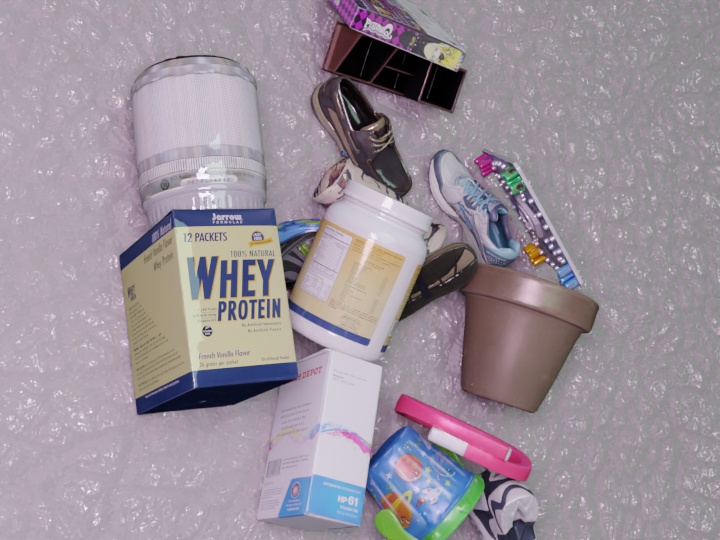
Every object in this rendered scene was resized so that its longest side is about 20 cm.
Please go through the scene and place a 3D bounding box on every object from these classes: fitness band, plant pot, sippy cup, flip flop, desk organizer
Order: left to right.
[{"bbox_3d":[0.051,-0.290,1.600,0.197,0.077,0.073,12,104,-34],"label":"desk organizer"},{"bbox_3d":[0.066,0.011,1.534,0.197,0.058,0.082,-25,118,0],"label":"flip flop"},{"bbox_3d":[0.073,0.282,1.460,0.140,0.178,0.130,-45,89,-3],"label":"sippy cup"},{"bbox_3d":[0.137,0.219,1.468,0.198,0.144,0.038,27,90,-1],"label":"fitness band"},{"bbox_3d":[0.221,0.102,1.572,0.198,0.200,0.178,19,85,-25],"label":"plant pot"}]

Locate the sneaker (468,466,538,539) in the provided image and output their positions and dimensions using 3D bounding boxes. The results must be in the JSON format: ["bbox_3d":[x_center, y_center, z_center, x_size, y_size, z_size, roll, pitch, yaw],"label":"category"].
[{"bbox_3d":[0.188,0.353,1.537,0.078,0.130,0.202,-16,121,-13],"label":"sneaker"}]

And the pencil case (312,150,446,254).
[{"bbox_3d":[0.029,-0.081,1.556,0.199,0.078,0.090,35,40,-18],"label":"pencil case"}]

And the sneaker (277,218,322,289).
[{"bbox_3d":[-0.089,-0.021,1.487,0.197,0.070,0.084,-17,107,-35],"label":"sneaker"}]

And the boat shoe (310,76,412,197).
[{"bbox_3d":[0.008,-0.188,1.576,0.201,0.073,0.075,50,59,-9],"label":"boat shoe"}]

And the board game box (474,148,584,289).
[{"bbox_3d":[0.239,-0.075,1.608,0.026,0.200,0.202,-31,104,1],"label":"board game box"}]

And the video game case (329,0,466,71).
[{"bbox_3d":[0.042,-0.363,1.592,0.179,0.036,0.201,17,24,-26],"label":"video game case"}]

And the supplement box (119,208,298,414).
[{"bbox_3d":[-0.186,0.051,1.322,0.132,0.199,0.204,-2,76,-31],"label":"supplement box"}]

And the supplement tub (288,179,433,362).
[{"bbox_3d":[0.000,0.000,1.423,0.143,0.144,0.203,23,93,-23],"label":"supplement tub"}]

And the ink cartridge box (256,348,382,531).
[{"bbox_3d":[-0.051,0.215,1.389,0.084,0.144,0.204,17,69,-25],"label":"ink cartridge box"}]

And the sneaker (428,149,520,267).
[{"bbox_3d":[0.177,-0.096,1.643,0.077,0.086,0.202,-33,94,-33],"label":"sneaker"}]

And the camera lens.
[{"bbox_3d":[-0.200,-0.154,1.383,0.158,0.159,0.204,0,77,-30],"label":"camera lens"}]
